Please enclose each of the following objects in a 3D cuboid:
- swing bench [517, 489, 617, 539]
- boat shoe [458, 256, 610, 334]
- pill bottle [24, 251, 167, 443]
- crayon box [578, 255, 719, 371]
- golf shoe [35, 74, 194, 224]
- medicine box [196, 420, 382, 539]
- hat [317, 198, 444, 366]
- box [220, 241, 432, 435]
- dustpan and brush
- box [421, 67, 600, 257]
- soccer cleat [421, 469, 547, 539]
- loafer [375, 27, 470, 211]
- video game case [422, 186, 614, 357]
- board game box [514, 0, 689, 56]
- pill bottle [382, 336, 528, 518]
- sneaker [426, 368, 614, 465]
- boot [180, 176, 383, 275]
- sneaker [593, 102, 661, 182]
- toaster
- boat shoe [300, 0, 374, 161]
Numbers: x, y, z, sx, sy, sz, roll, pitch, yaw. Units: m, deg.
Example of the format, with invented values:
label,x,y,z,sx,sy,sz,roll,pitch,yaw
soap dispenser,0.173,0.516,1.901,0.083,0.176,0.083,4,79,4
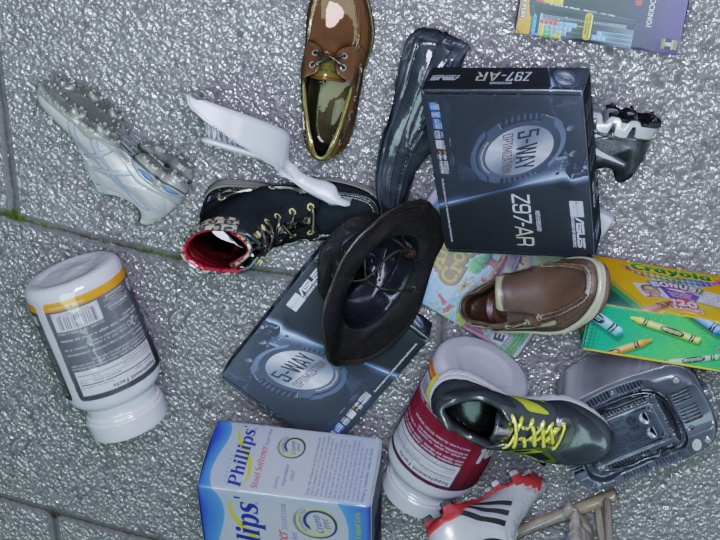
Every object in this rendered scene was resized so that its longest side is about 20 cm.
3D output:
label,x,y,z,sx,sy,sz,roll,pitch,yaw
swing bench,0.202,0.363,1.502,0.199,0.199,0.130,-7,111,12
boat shoe,0.171,0.031,1.351,0.075,0.202,0.075,7,73,-27
pill bottle,-0.298,0.089,1.517,0.116,0.116,0.201,-12,111,14
crayon box,0.327,0.047,1.381,0.199,0.119,0.059,9,115,-1
golf shoe,-0.284,-0.126,1.448,0.200,0.078,0.097,39,119,-7
medicine box,-0.077,0.282,1.541,0.199,0.103,0.183,5,132,7
hat,0.000,0.000,1.397,0.081,0.200,0.201,32,118,29
box,-0.040,0.091,1.513,0.160,0.044,0.200,37,114,-8
dustpan and brush,-0.097,-0.123,1.383,0.199,0.140,0.057,19,92,-4
box,0.154,-0.107,1.325,0.159,0.044,0.201,4,130,19
soccer cleat,0.152,0.284,1.486,0.069,0.200,0.085,-47,66,36
loafer,0.063,-0.151,1.380,0.070,0.068,0.201,18,111,10
video game case,0.146,-0.026,1.444,0.182,0.022,0.200,31,114,-4
board game box,0.246,-0.321,1.285,0.164,0.057,0.201,9,114,7
pill bottle,0.100,0.181,1.484,0.113,0.113,0.201,24,123,-1
sneaker,0.161,0.163,1.346,0.199,0.085,0.075,14,104,3
boot,-0.084,-0.043,1.403,0.202,0.154,0.074,3,114,7
sneaker,0.203,-0.138,1.363,0.199,0.067,0.091,13,112,1
toaster,0.287,0.151,1.436,0.199,0.129,0.114,-27,105,18
boat shoe,-0.026,-0.212,1.369,0.072,0.068,0.201,4,113,8
